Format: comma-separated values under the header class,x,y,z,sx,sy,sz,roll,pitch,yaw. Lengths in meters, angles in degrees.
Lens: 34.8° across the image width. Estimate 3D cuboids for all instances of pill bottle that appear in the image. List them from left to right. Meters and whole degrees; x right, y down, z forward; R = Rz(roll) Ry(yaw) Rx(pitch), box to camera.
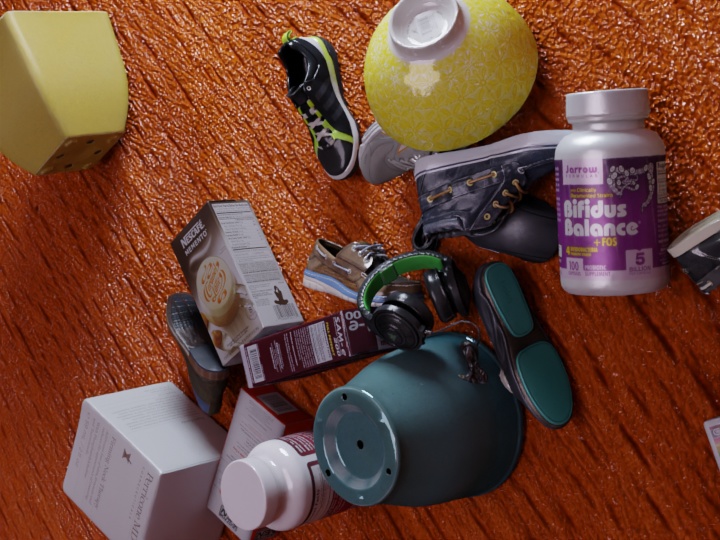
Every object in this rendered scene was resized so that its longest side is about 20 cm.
class,x,y,z,sx,sy,sz,roll,pitch,yaw
pill bottle,-0.075,0.262,1.451,0.112,0.199,0.114,5,97,43
pill bottle,0.254,-0.080,1.163,0.112,0.112,0.202,1,98,43

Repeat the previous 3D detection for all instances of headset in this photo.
class,x,y,z,sx,sy,sz,roll,pitch,yaw
headset,0.079,0.052,1.305,0.200,0.123,0.094,42,162,53

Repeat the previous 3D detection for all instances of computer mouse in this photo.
class,x,y,z,sx,sy,sz,roll,pitch,yaw
computer mouse,0.133,-0.039,1.330,0.199,0.046,0.142,32,114,36

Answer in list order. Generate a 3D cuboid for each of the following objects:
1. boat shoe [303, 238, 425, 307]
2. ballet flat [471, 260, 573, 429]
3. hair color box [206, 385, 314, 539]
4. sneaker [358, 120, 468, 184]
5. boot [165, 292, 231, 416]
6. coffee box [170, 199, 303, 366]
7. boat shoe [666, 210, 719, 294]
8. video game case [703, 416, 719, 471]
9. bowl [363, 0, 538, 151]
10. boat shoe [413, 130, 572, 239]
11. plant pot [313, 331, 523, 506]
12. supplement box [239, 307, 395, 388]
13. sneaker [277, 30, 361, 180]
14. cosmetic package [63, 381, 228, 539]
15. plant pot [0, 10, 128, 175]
class,x,y,z,sx,sy,sz,roll,pitch,yaw
boat shoe,0.000,0.000,1.442,0.199,0.072,0.073,12,101,42
ballet flat,0.178,0.087,1.294,0.073,0.073,0.201,-31,78,40
hair color box,-0.142,0.271,1.611,0.101,0.061,0.202,34,115,36
sneaker,0.070,-0.147,1.344,0.200,0.075,0.093,-39,50,39
boot,-0.243,0.120,1.677,0.200,0.074,0.098,-124,34,-48
coffee box,-0.174,0.015,1.602,0.114,0.079,0.201,-41,67,38
boat shoe,0.389,-0.044,1.082,0.200,0.072,0.068,-35,87,39
video game case,0.426,0.223,1.101,0.143,0.018,0.202,-26,77,41
bowl,0.085,-0.243,1.250,0.198,0.108,0.202,-10,60,18
boat shoe,0.157,-0.090,1.254,0.198,0.071,0.092,-11,77,22
plant pot,0.054,0.185,1.326,0.199,0.187,0.202,9,103,43
supplement box,-0.050,0.097,1.474,0.199,0.108,0.061,-20,80,42
sneaker,-0.063,-0.209,1.472,0.071,0.082,0.202,-26,77,42
cosmetic package,-0.305,0.294,1.695,0.199,0.166,0.169,33,116,35
plant pot,-0.474,-0.265,1.790,0.195,0.193,0.201,-37,76,39
